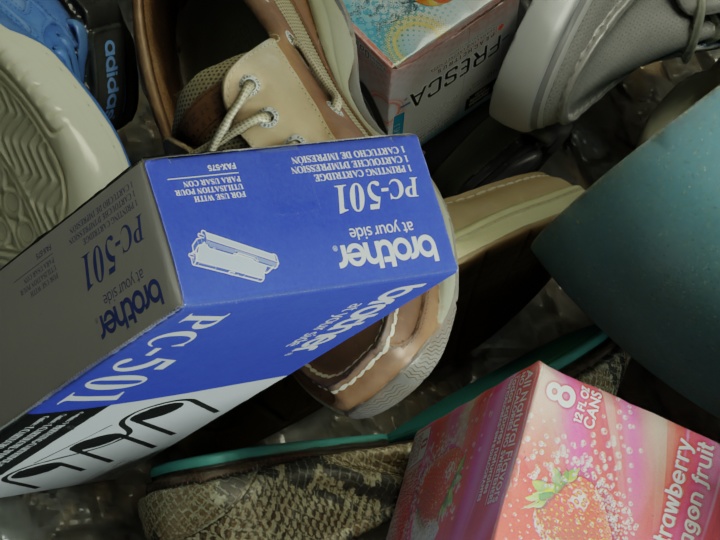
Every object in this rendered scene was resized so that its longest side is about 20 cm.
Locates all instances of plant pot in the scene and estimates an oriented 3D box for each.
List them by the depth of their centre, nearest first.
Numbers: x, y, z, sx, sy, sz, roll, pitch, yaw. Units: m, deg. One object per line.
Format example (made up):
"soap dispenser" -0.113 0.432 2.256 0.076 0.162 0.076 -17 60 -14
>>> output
"plant pot" 0.175 -0.010 0.930 0.200 0.200 0.135 -30 83 -44

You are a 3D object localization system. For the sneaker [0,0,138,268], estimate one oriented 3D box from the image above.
"sneaker" -0.103 -0.059 0.901 0.111 0.077 0.200 -7 24 -39

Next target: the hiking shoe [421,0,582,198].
"hiking shoe" 0.055 -0.110 1.087 0.100 0.076 0.200 38 45 -7

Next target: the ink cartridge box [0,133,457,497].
"ink cartridge box" -0.068 0.020 0.814 0.094 0.200 0.044 -7 74 -36

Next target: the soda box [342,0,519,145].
"soda box" -0.031 -0.133 1.017 0.063 0.069 0.200 -34 66 -21

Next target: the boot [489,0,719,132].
"boot" 0.133 -0.106 1.024 0.095 0.074 0.200 31 58 13

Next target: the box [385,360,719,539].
"box" 0.050 0.144 0.834 0.102 0.095 0.201 25 64 -14

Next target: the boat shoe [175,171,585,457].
"boat shoe" 0.000 0.000 0.970 0.199 0.072 0.065 -24 62 -36

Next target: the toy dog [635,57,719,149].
"toy dog" 0.216 -0.003 1.067 0.193 0.140 0.201 1 58 -32

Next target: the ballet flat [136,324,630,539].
"ballet flat" 0.017 0.077 0.934 0.199 0.068 0.076 -17 88 -35

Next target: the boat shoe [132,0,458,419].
"boat shoe" -0.031 -0.035 0.886 0.072 0.076 0.201 28 25 -41
